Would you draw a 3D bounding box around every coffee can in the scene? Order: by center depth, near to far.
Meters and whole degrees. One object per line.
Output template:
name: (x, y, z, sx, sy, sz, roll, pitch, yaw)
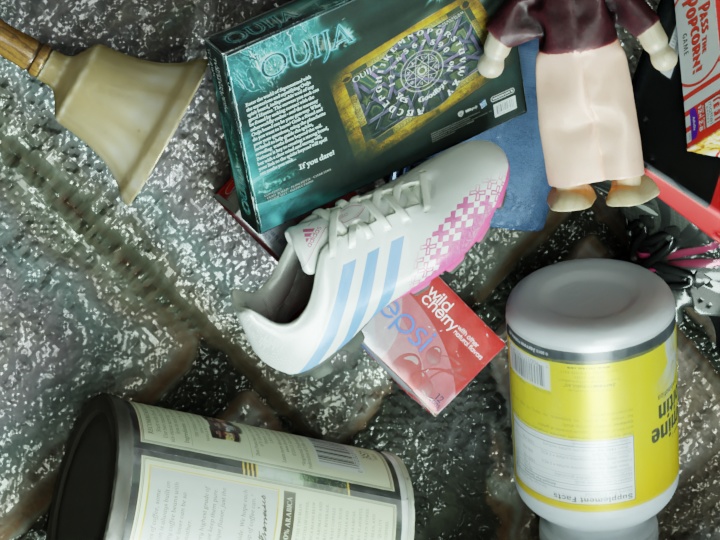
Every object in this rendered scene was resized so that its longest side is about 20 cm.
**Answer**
coffee can: (-0.085, 0.169, 1.705, 0.200, 0.146, 0.147, 13, 97, -19)

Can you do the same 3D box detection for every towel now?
towel: (0.091, -0.129, 1.750, 0.111, 0.049, 0.200, 10, 98, -19)

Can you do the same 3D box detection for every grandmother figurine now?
grandmother figurine: (0.132, -0.139, 1.647, 0.121, 0.061, 0.200, -6, 104, 0)

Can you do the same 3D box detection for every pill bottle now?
pill bottle: (0.155, 0.101, 1.775, 0.112, 0.112, 0.200, -13, 120, -14)

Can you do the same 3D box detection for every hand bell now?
hand bell: (-0.205, -0.132, 1.650, 0.200, 0.104, 0.104, 28, 92, -8)

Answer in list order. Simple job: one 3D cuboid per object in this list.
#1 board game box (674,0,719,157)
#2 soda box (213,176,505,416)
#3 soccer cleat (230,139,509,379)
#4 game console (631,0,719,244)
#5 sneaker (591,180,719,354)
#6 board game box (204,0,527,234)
board game box: (0.300, -0.138, 1.760, 0.200, 0.046, 0.152, 9, 66, -29)
soda box: (0.000, 0.000, 1.740, 0.070, 0.063, 0.200, -46, 111, -3)
soccer cleat: (0.006, -0.018, 1.660, 0.200, 0.070, 0.086, -44, 128, 0)
game console: (0.255, -0.105, 1.767, 0.177, 0.031, 0.200, 32, 56, -17)
sneaker: (0.214, -0.012, 1.791, 0.200, 0.077, 0.084, 43, 88, -17)
board game box: (0.007, -0.120, 1.650, 0.200, 0.028, 0.135, -25, 128, -19)
